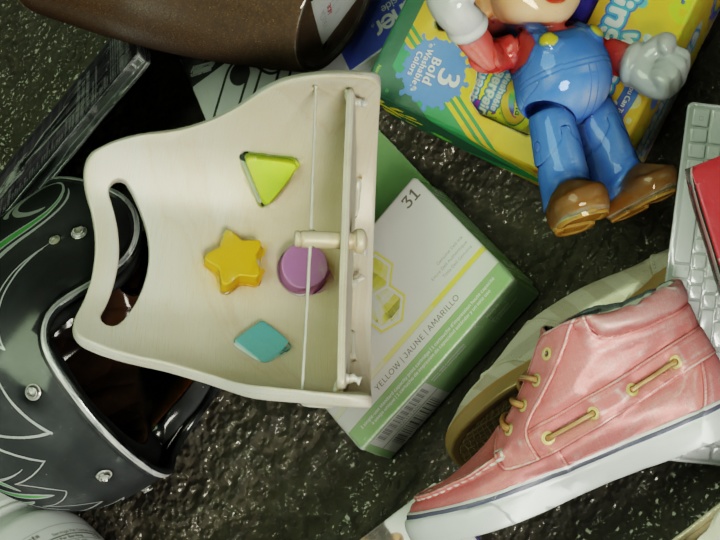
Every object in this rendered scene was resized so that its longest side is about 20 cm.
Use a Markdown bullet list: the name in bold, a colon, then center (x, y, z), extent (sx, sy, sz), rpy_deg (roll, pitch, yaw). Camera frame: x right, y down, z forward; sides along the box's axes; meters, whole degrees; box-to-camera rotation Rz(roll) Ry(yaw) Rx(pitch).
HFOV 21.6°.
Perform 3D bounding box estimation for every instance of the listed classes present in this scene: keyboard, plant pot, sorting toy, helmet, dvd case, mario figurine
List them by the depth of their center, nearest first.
- **mario figurine**: center (0.111, -0.127, 1.046), extent (0.106, 0.123, 0.201), rpy_deg (-25, 81, 23)
- **keyboard**: center (0.197, 0.009, 1.053), extent (0.056, 0.011, 0.202), rpy_deg (5, 98, -9)
- **sorting toy**: center (-0.080, -0.011, 1.127), extent (0.179, 0.107, 0.202), rpy_deg (2, 74, -1)
- **plant pot**: center (-0.095, -0.212, 1.216), extent (0.199, 0.187, 0.188), rpy_deg (28, 90, 20)
- **helmet**: center (-0.190, 0.056, 1.224), extent (0.199, 0.200, 0.191), rpy_deg (20, 70, 34)
- **dvd case**: center (-0.217, -0.090, 1.339), extent (0.200, 0.016, 0.149), rpy_deg (-48, 18, 9)

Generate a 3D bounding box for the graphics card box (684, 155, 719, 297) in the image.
- **graphics card box**: center (0.231, 0.026, 0.967), extent (0.051, 0.200, 0.126), rpy_deg (-22, 64, 19)

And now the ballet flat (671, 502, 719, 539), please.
- **ballet flat**: center (0.172, 0.168, 1.005), extent (0.200, 0.070, 0.070), rpy_deg (-37, 57, -7)

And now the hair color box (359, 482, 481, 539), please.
- **hair color box**: center (0.060, 0.235, 1.076), extent (0.109, 0.065, 0.200), rpy_deg (-37, 57, 0)

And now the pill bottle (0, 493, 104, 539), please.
- **pill bottle**: center (-0.192, 0.226, 1.215), extent (0.200, 0.113, 0.114), rpy_deg (38, 96, 35)

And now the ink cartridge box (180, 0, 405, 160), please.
- **ink cartridge box**: center (-0.022, -0.157, 1.275), extent (0.199, 0.044, 0.094), rpy_deg (-33, 62, 18)

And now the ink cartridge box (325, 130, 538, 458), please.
- **ink cartridge box**: center (0.000, 0.000, 1.211), extent (0.146, 0.048, 0.200), rpy_deg (-49, 59, 10)

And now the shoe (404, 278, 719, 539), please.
- **shoe**: center (0.104, 0.079, 1.044), extent (0.199, 0.071, 0.092), rpy_deg (-24, 89, 13)

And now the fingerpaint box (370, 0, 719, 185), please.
- **fingerpaint box**: center (0.122, -0.158, 1.147), extent (0.166, 0.073, 0.201), rpy_deg (27, 89, 19)

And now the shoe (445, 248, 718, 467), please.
- **shoe**: center (0.133, 0.050, 1.109), extent (0.199, 0.070, 0.054), rpy_deg (-36, 31, 13)
